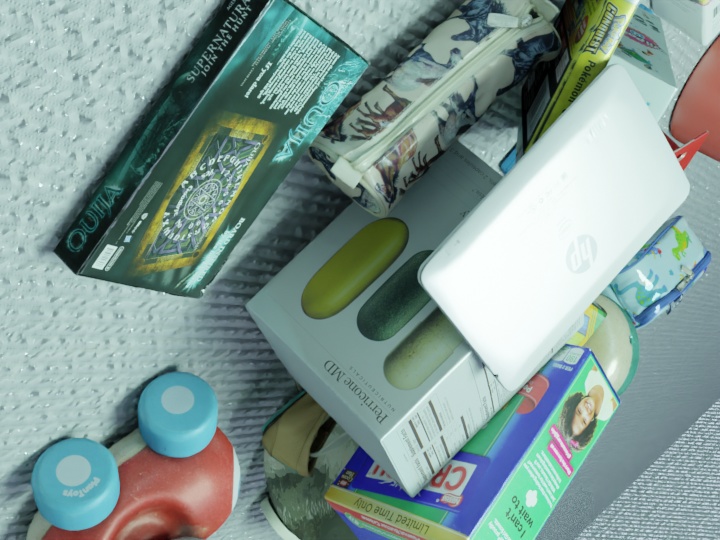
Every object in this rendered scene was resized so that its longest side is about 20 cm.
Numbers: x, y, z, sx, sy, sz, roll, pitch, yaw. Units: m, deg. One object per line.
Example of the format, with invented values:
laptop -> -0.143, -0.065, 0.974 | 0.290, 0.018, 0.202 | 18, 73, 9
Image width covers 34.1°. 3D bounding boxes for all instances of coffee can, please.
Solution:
coffee can -> 0.023, 0.174, 1.147 | 0.199, 0.146, 0.147 | -14, 139, -51

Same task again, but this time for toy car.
toy car -> -0.132, 0.221, 0.886 | 0.176, 0.200, 0.185 | -33, 153, -30

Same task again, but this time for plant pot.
plant pot -> 0.491, -0.186, 1.363 | 0.200, 0.177, 0.201 | -38, 155, -21

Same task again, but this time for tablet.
tablet -> 0.136, -0.026, 0.793 | 0.200, 0.014, 0.130 | -46, 124, -8

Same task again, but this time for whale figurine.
whale figurine -> 0.220, 0.097, 1.319 | 0.199, 0.161, 0.103 | -17, 160, 36

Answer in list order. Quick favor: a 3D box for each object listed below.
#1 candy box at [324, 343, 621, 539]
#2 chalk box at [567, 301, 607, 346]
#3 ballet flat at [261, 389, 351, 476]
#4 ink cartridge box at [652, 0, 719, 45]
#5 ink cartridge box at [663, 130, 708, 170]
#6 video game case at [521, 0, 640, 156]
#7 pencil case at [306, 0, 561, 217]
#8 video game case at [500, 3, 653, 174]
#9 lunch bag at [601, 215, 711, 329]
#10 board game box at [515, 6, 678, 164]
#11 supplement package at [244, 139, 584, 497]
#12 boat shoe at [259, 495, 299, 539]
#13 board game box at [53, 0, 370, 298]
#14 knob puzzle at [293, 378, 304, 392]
candy box -> 0.090, 0.148, 0.968 | 0.201, 0.168, 0.077 | -53, 125, -22
chalk box -> 0.146, 0.039, 1.181 | 0.124, 0.124, 0.200 | -51, 154, 8
ballet flat -> 0.001, 0.097, 1.020 | 0.200, 0.063, 0.069 | -46, 159, -4
ink cartridge box -> 0.311, -0.298, 1.019 | 0.115, 0.068, 0.200 | -47, 157, -2
ink cartridge box -> 0.272, -0.082, 1.251 | 0.116, 0.067, 0.201 | -29, 157, -39
video game case -> 0.169, -0.185, 0.863 | 0.200, 0.025, 0.182 | -73, -173, -66
pencil case -> 0.052, -0.122, 0.828 | 0.200, 0.078, 0.089 | -43, 173, -11
video game case -> 0.222, -0.151, 1.152 | 0.200, 0.018, 0.143 | -49, 157, 2
lunch bag -> 0.311, 0.020, 1.399 | 0.160, 0.083, 0.200 | -37, -179, -41
board game box -> 0.186, -0.130, 0.954 | 0.148, 0.064, 0.200 | -62, -177, 28
supplement package -> 0.048, 0.033, 0.891 | 0.200, 0.152, 0.151 | -43, 155, -10
boat shoe -> -0.034, 0.256, 1.265 | 0.068, 0.072, 0.200 | -45, 155, 5
board game box -> -0.087, -0.074, 0.728 | 0.201, 0.028, 0.135 | -53, 156, 8
knob puzzle -> 0.000, 0.000, 0.987 | 0.219, 0.030, 0.220 | -38, 155, -21
